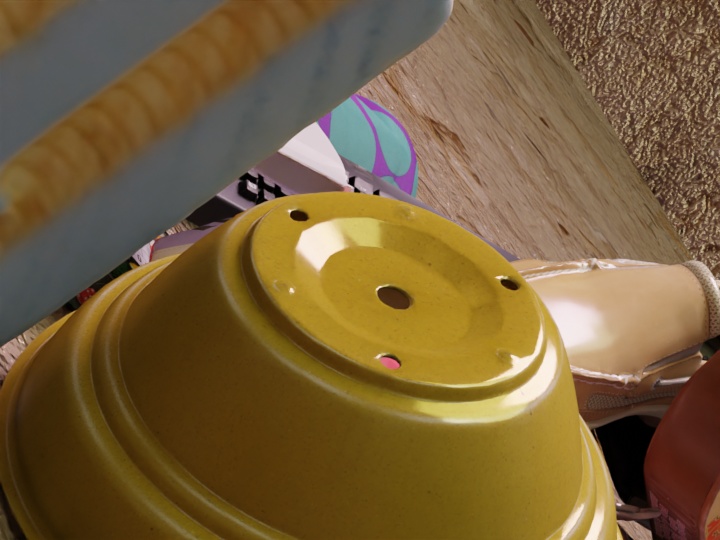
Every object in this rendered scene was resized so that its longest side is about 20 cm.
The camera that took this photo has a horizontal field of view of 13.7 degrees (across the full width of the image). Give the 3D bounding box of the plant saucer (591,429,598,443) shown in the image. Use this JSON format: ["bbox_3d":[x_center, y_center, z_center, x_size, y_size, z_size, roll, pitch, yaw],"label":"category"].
[{"bbox_3d":[0.059,0.085,1.232,0.200,0.031,0.201,40,42,-48],"label":"plant saucer"}]

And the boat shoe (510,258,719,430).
[{"bbox_3d":[0.109,0.020,1.176,0.199,0.076,0.072,2,63,-51],"label":"boat shoe"}]

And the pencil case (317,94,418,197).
[{"bbox_3d":[-0.046,-0.069,1.307,0.200,0.085,0.093,37,33,-62],"label":"pencil case"}]

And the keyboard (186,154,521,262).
[{"bbox_3d":[0.000,0.000,1.160,0.199,0.021,0.128,28,39,-24],"label":"keyboard"}]

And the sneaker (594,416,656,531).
[{"bbox_3d":[0.150,0.095,1.310,0.200,0.066,0.091,54,25,-28],"label":"sneaker"}]

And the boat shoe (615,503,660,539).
[{"bbox_3d":[0.083,0.122,1.136,0.200,0.074,0.062,-1,72,-67],"label":"boat shoe"}]

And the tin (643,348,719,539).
[{"bbox_3d":[0.158,0.064,1.170,0.042,0.112,0.200,35,-13,18],"label":"tin"}]

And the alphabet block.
[{"bbox_3d":[-0.119,-0.132,0.857,0.197,0.195,0.200,49,11,-41],"label":"alphabet block"}]

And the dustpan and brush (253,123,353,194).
[{"bbox_3d":[-0.082,-0.069,1.073,0.139,0.057,0.200,26,17,-15],"label":"dustpan and brush"}]

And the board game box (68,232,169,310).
[{"bbox_3d":[-0.072,0.016,1.090,0.200,0.023,0.105,50,13,-29],"label":"board game box"}]

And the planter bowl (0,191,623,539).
[{"bbox_3d":[-0.001,0.036,0.872,0.199,0.084,0.201,15,33,-10],"label":"planter bowl"}]

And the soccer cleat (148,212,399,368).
[{"bbox_3d":[-0.013,0.040,1.065,0.200,0.076,0.067,64,30,-56],"label":"soccer cleat"}]
